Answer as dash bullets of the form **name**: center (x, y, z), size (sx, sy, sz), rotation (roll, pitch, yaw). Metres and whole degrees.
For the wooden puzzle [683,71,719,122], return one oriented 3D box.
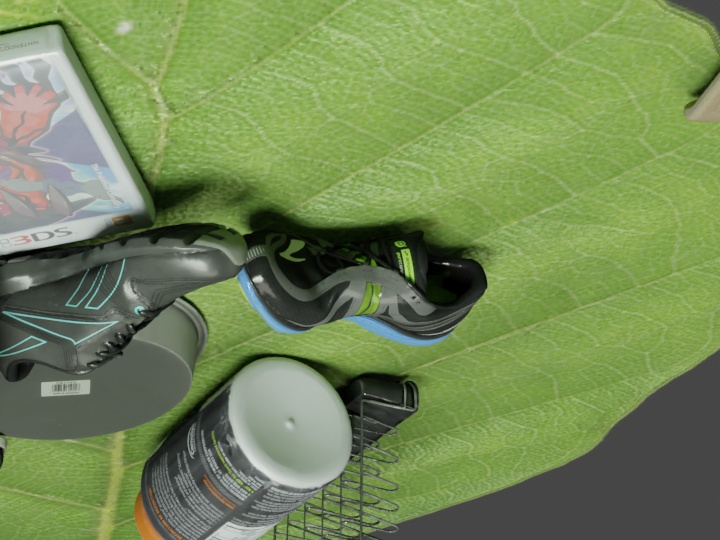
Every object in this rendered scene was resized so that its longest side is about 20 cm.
- **wooden puzzle**: center (0.303, -0.137, 1.068), size (0.184, 0.037, 0.200), rotation (1, 156, -18)

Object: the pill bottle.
- **pill bottle**: center (-0.099, 0.152, 1.421), size (0.106, 0.107, 0.200), rotation (10, 148, -31)

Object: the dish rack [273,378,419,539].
- **dish rack**: center (-0.019, 0.190, 1.422), size (0.054, 0.201, 0.153), rotation (18, 144, -24)

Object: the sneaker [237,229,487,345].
- **sneaker**: center (0.000, 0.000, 1.209), size (0.199, 0.071, 0.083), rotation (10, 143, -40)

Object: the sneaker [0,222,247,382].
- **sneaker**: center (-0.151, 0.018, 1.147), size (0.199, 0.080, 0.075), rotation (-11, -177, 29)

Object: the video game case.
- **video game case**: center (-0.228, -0.061, 1.070), size (0.181, 0.023, 0.200), rotation (-11, 152, 5)

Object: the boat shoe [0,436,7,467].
- **boat shoe**: center (-0.320, 0.165, 1.400), size (0.072, 0.061, 0.201), rotation (15, 155, -31)

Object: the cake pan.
- **cake pan**: center (-0.204, 0.066, 1.303), size (0.199, 0.037, 0.200), rotation (-6, 152, -3)
